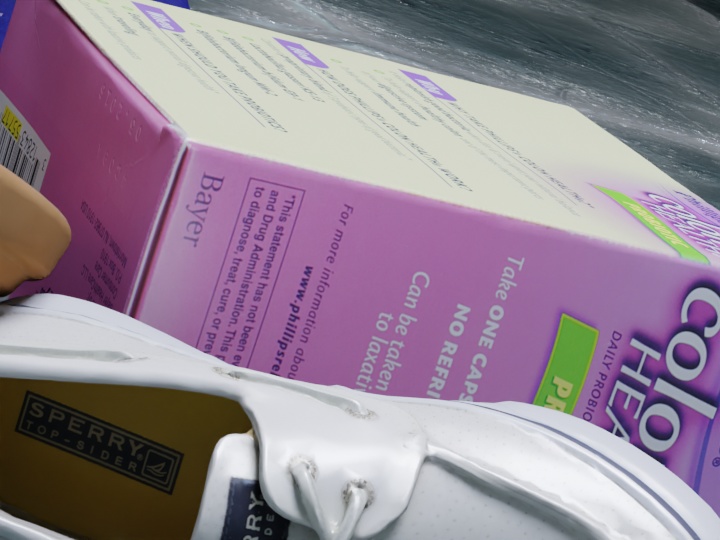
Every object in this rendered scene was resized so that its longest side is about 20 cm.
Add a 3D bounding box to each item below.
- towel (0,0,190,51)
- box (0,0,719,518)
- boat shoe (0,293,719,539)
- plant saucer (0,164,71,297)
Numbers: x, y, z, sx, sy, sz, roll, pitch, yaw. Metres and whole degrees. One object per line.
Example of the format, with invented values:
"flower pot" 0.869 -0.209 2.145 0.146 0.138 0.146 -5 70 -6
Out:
"towel" -0.131 -0.095 0.855 0.147 0.050 0.200 5 41 -21
"box" 0.000 0.000 0.713 0.200 0.097 0.176 12 16 -25
"boat shoe" -0.016 0.054 0.539 0.200 0.071 0.070 19 12 13
"plant saucer" -0.165 -0.037 0.572 0.200 0.038 0.200 25 -9 4
